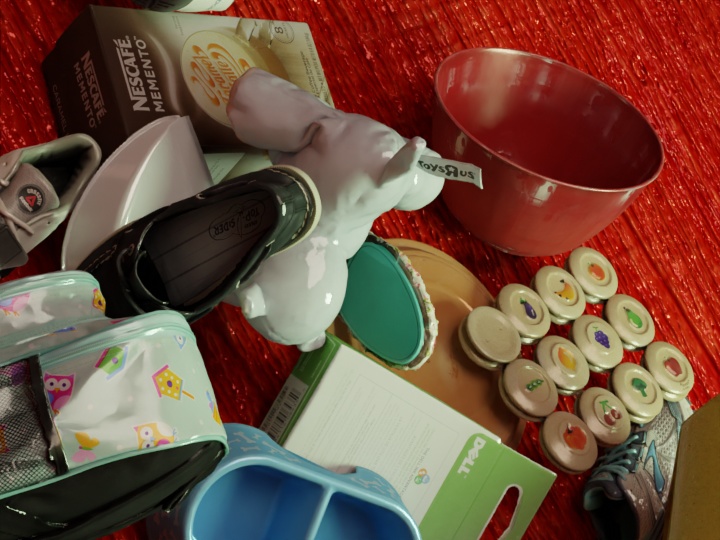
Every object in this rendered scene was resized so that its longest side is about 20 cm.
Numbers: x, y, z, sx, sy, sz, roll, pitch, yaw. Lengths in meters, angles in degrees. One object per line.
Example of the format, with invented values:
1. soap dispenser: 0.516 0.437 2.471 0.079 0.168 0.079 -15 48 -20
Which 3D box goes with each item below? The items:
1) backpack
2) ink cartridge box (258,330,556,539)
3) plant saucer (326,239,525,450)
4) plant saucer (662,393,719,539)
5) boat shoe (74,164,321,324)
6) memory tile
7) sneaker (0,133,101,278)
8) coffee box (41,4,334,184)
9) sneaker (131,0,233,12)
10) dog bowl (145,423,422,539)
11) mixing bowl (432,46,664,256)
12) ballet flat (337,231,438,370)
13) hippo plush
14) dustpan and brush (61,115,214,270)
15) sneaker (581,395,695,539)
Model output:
1. backpack: -0.181 0.088 1.048 0.198 0.176 0.155 -10 73 -12
2. ink cartridge box: 0.030 0.136 1.278 0.199 0.059 0.104 31 88 -22
3. plant saucer: 0.053 0.068 1.381 0.199 0.032 0.202 20 54 -30
4. plant saucer: 0.243 0.208 1.307 0.048 0.201 0.202 8 56 8
5. boat shoe: -0.118 -0.002 1.118 0.075 0.198 0.066 66 13 -1
6. memory tile: 0.174 0.066 1.424 0.199 0.017 0.154 -27 76 -45
7. sneaker: -0.241 -0.032 1.161 0.074 0.088 0.200 48 46 -9
8. coffee box: -0.119 -0.119 1.317 0.199 0.080 0.115 -3 66 -41
9. sneaker: -0.171 -0.241 1.324 0.200 0.075 0.087 41 15 27
10. dog bowl: -0.044 0.176 1.192 0.199 0.049 0.113 23 89 -25
11. mixing bowl: 0.136 -0.084 1.472 0.198 0.109 0.201 15 34 -10
12. ballet flat: 0.000 0.000 1.306 0.200 0.076 0.064 45 18 32
13. hippo plush: -0.023 -0.026 1.224 0.159 0.199 0.162 21 94 -54
14. dustpan and brush: -0.172 0.003 1.208 0.200 0.057 0.141 -52 139 -37
15. sneaker: 0.222 0.167 1.447 0.086 0.078 0.202 18 55 -27
